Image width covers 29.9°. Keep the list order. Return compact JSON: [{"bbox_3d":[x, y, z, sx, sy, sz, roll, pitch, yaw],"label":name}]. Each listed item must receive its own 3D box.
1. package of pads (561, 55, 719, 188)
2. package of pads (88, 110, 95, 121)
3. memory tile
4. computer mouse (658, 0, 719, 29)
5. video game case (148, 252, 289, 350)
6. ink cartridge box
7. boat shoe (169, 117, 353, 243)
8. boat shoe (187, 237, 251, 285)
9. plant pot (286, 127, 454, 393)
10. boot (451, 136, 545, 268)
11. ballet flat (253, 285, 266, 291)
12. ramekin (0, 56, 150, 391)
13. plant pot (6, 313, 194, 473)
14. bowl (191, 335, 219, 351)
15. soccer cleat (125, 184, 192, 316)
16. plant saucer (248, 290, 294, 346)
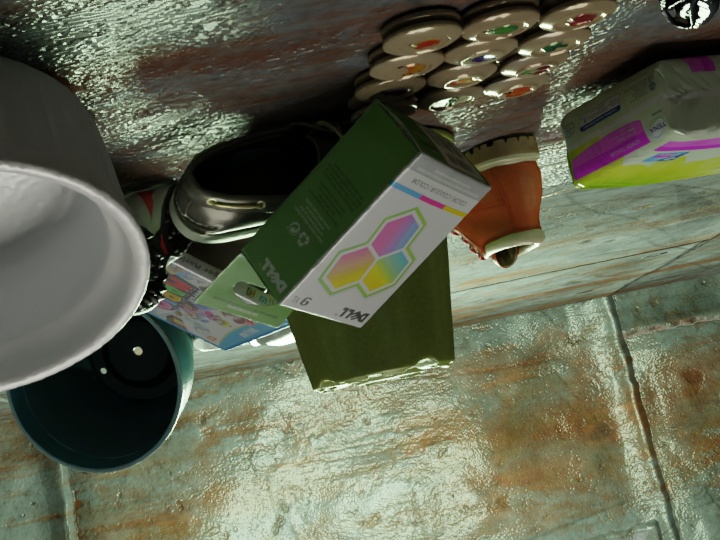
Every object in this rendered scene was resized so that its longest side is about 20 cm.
[{"bbox_3d":[0.279,-0.121,1.079,0.200,0.068,0.154,-8,171,-24],"label":"package of pads"},{"bbox_3d":[-0.267,-0.044,0.870,0.200,0.068,0.155,-9,171,-13],"label":"package of pads"},{"bbox_3d":[0.074,-0.138,0.891,0.153,0.017,0.200,-10,172,-10],"label":"memory tile"},{"bbox_3d":[0.281,-0.178,0.785,0.200,0.053,0.139,-12,171,0],"label":"computer mouse"},{"bbox_3d":[-0.175,0.015,1.241,0.200,0.018,0.143,28,153,-24],"label":"video game case"},{"bbox_3d":[-0.012,-0.018,0.956,0.200,0.059,0.104,-46,149,16],"label":"ink cartridge box"},{"bbox_3d":[-0.039,-0.074,0.977,0.202,0.072,0.060,-18,161,-21],"label":"boat shoe"},{"bbox_3d":[-0.146,0.000,1.296,0.200,0.072,0.060,-13,146,39],"label":"boat shoe"},{"bbox_3d":[0.000,0.000,1.135,0.200,0.190,0.200,-11,173,-1],"label":"plant pot"},{"bbox_3d":[0.106,-0.048,1.265,0.075,0.107,0.200,-10,174,-25],"label":"boot"},{"bbox_3d":[-0.104,-0.002,1.428,0.072,0.072,0.200,-9,170,-22],"label":"ballet flat"},{"bbox_3d":[-0.222,-0.024,0.727,0.200,0.098,0.201,-14,145,-10],"label":"ramekin"},{"bbox_3d":[-0.278,0.111,1.553,0.200,0.200,0.188,-13,-174,9],"label":"plant pot"},{"bbox_3d":[-0.120,0.045,1.700,0.200,0.075,0.200,-12,172,-7],"label":"bowl"},{"bbox_3d":[-0.184,-0.012,1.030,0.073,0.068,0.200,-11,-161,11],"label":"soccer cleat"},{"bbox_3d":[-0.029,0.016,1.359,0.200,0.050,0.200,-43,169,-11],"label":"plant saucer"}]
